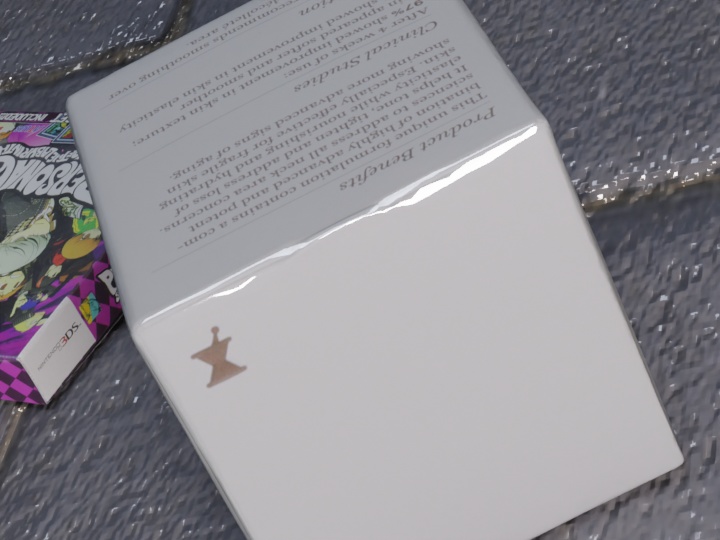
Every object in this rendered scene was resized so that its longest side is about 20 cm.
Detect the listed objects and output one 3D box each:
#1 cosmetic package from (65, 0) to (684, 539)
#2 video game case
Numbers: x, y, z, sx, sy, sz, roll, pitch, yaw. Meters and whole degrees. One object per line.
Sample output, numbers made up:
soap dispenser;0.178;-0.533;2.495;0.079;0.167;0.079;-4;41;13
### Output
cosmetic package;0.000;0.000;0.942;0.166;0.167;0.200;-26;32;1
video game case;-0.183;-0.013;1.209;0.199;0.036;0.182;4;45;39
